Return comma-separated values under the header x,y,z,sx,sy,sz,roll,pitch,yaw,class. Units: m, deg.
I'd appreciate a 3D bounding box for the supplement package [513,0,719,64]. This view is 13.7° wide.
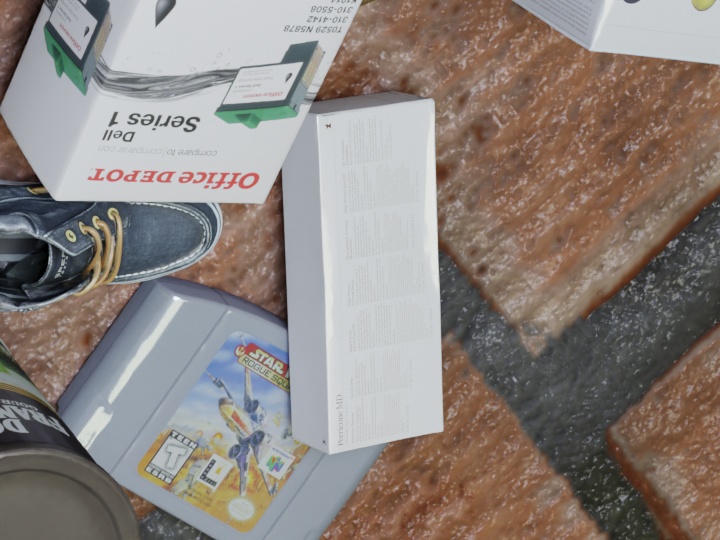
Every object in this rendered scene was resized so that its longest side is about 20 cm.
x,y,z,sx,sy,sz,roll,pitch,yaw,class
0.188,-0.192,1.718,0.199,0.156,0.112,3,112,-30,supplement package

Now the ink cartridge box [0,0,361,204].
x,y,z,sx,sy,sz,roll,pitch,yaw,class
-0.088,-0.135,1.607,0.145,0.084,0.201,-1,131,-36,ink cartridge box

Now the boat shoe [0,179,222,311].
x,y,z,sx,sy,sz,roll,pitch,yaw,class
-0.159,-0.012,1.667,0.199,0.091,0.071,-1,113,-26,boat shoe

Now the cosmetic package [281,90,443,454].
x,y,z,sx,sy,sz,roll,pitch,yaw,class
0.000,0.000,1.752,0.082,0.051,0.201,-9,105,-32,cosmetic package

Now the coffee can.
x,y,z,sx,sy,sz,roll,pitch,yaw,class
-0.222,0.122,1.630,0.146,0.200,0.147,-11,116,-23,coffee can

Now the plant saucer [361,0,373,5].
x,y,z,sx,sy,sz,roll,pitch,yaw,class
-0.011,-0.234,1.675,0.199,0.035,0.201,-10,116,-22,plant saucer

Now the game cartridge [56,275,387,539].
x,y,z,sx,sy,sz,roll,pitch,yaw,class
-0.077,0.090,1.789,0.200,0.042,0.133,33,99,-34,game cartridge
